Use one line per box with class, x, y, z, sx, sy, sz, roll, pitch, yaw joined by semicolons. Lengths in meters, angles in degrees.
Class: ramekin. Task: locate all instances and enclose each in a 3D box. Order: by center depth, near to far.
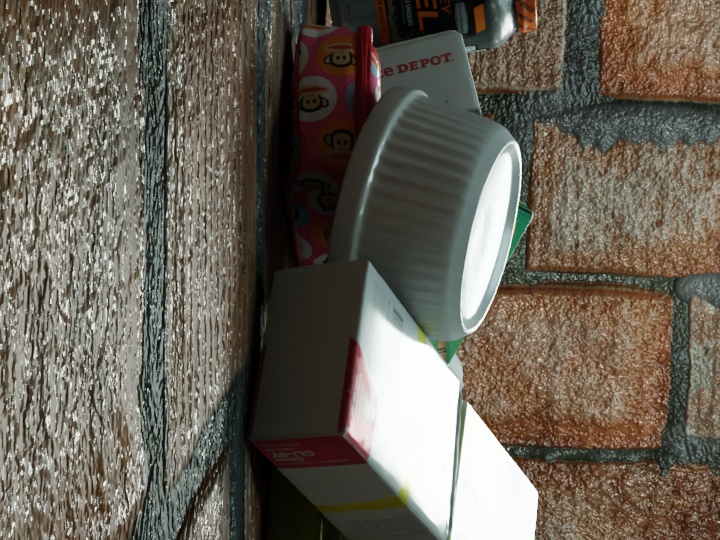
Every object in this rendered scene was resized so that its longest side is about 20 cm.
ramekin;0.057;-0.038;1.565;0.200;0.104;0.202;15;90;-75

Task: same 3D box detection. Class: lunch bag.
lunch bag;-0.022;-0.110;1.662;0.201;0.081;0.178;89;1;-59

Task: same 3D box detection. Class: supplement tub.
supplement tub;0.069;-0.270;1.925;0.123;0.198;0.124;-8;90;-88

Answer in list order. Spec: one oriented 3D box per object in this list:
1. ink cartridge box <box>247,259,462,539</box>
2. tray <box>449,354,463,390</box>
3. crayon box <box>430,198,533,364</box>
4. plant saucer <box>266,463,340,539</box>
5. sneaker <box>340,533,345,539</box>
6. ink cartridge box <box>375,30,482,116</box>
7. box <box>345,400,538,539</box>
ink cartridge box;0.001;0.107;1.492;0.200;0.083;0.146;52;38;-50
tray;0.068;0.127;1.940;0.108;0.022;0.200;-56;167;-4
crayon box;0.064;0.003;1.731;0.201;0.058;0.119;-61;-156;13
plant saucer;-0.045;0.187;1.616;0.200;0.047;0.202;83;9;-69
sneaker;-0.002;0.229;1.775;0.201;0.079;0.130;-68;-164;-13
ink cartridge box;0.049;-0.109;1.860;0.083;0.145;0.202;86;-8;-82
box;0.066;0.238;1.618;0.176;0.096;0.202;50;41;-49
